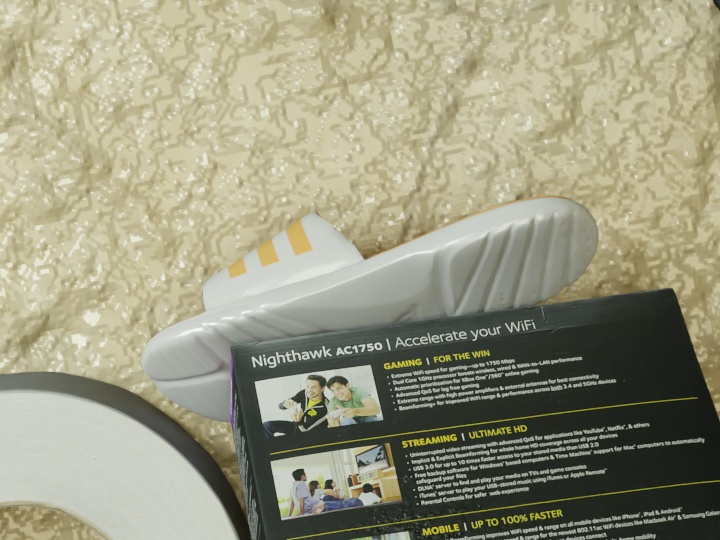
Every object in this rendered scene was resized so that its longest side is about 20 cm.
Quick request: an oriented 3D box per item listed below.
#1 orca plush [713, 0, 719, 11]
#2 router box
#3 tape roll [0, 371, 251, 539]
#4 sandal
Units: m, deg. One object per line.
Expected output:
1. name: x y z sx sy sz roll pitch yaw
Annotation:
1. orca plush: 0.154 -0.188 1.093 0.105 0.071 0.202 -23 108 -43
2. router box: 0.053 0.089 1.040 0.198 0.150 0.051 -7 140 -8
3. tape roll: -0.144 0.147 1.104 0.198 0.066 0.202 0 94 0
4. sandal: 0.003 0.005 1.092 0.205 0.060 0.079 -21 139 9
